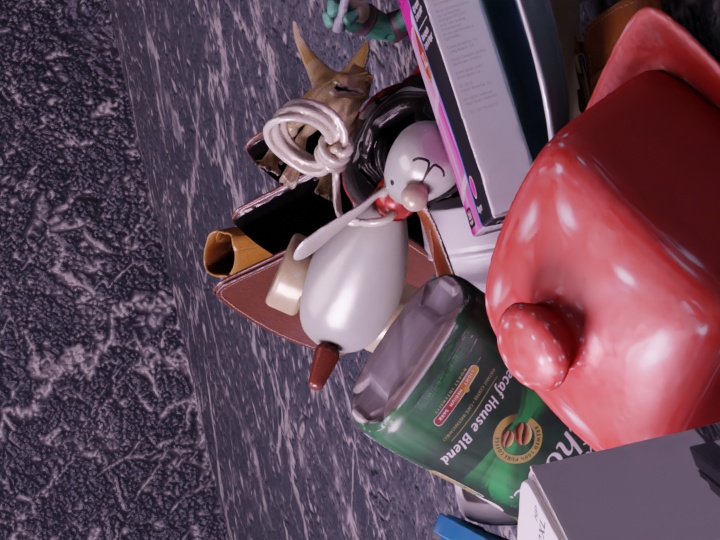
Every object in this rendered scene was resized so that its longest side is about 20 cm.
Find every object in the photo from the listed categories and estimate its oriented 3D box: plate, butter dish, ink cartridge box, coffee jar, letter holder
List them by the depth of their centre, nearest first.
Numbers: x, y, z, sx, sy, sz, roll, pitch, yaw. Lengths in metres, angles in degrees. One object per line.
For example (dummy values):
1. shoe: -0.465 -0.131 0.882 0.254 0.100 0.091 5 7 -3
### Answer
1. ink cartridge box: 0.174 0.142 0.969 0.084 0.198 0.146 -116 19 -47
2. butter dish: 0.129 0.015 1.057 0.200 0.147 0.201 49 143 27
3. plate: 0.079 -0.132 1.202 0.200 0.025 0.202 164 90 -83
4. ink cartridge box: 0.052 -0.122 1.207 0.095 0.037 0.202 120 135 -84
5. coffee jar: 0.099 0.096 1.264 0.105 0.199 0.085 -56 21 1
6. letter holder: -0.020 -0.025 1.601 0.200 0.141 0.101 30 -142 -59

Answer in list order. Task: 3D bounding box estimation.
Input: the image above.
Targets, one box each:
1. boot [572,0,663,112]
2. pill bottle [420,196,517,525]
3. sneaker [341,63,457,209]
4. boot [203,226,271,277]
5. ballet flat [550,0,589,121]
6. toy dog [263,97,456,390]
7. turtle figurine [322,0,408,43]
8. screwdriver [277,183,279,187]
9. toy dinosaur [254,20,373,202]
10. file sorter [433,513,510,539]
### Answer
1. boot: 0.137 -0.051 1.209 0.200 0.076 0.157 135 117 -69
2. pill bottle: 0.101 0.051 1.402 0.114 0.113 0.202 -166 64 -76
3. sneaker: 0.029 -0.076 1.385 0.071 0.098 0.200 42 148 -6
4. boot: -0.075 -0.020 2.031 0.201 0.143 0.071 128 129 -74
5. ballet flat: 0.114 -0.144 1.283 0.069 0.069 0.202 -136 41 -68
6. toy dog: 0.000 0.000 1.319 0.201 0.131 0.097 87 -166 -52
7. turtle figurine: 0.060 -0.142 1.447 0.149 0.101 0.201 21 135 31
8. screwdriver: -0.071 -0.018 2.278 0.029 0.028 0.201 -71 -15 -46
9. toy dinosaur: -0.020 -0.100 1.396 0.102 0.058 0.200 -64 15 6
10. file sorter: 0.117 0.241 1.319 0.124 0.138 0.200 -68 18 -2
